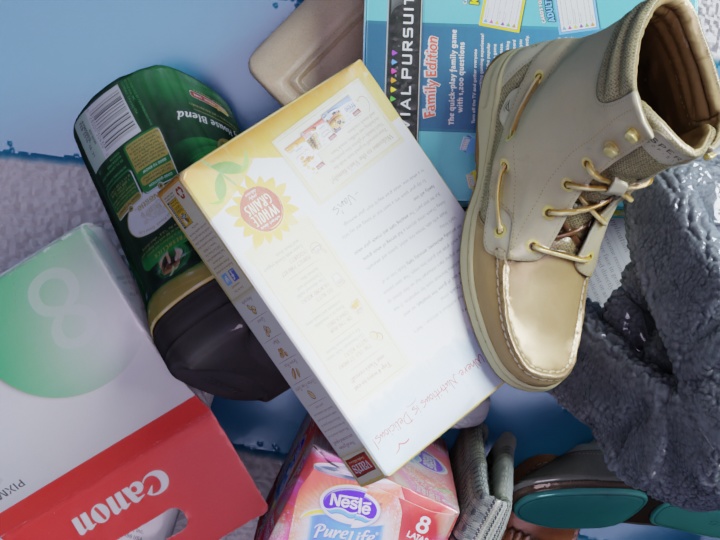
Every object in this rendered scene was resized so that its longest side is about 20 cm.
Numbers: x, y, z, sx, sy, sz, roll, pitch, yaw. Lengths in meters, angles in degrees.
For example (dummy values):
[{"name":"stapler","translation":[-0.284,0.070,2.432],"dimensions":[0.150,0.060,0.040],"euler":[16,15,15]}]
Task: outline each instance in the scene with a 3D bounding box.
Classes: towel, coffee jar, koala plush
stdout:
[{"name":"towel","translation":[0.044,0.195,1.161],"dimensions":[0.034,0.200,0.193],"euler":[25,100,-3]},{"name":"coffee jar","translation":[-0.094,-0.020,1.129],"dimensions":[0.085,0.104,0.200],"euler":[-35,59,17]},{"name":"koala plush","translation":[0.238,0.049,1.099],"dimensions":[0.200,0.184,0.177],"euler":[2,134,-35]}]

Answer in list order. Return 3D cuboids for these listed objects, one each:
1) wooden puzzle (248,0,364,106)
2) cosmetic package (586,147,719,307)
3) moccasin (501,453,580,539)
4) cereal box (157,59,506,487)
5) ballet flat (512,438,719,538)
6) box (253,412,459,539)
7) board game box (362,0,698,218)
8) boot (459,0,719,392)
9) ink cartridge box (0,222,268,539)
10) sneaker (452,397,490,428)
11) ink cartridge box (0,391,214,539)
[{"name":"wooden puzzle","translation":[0.059,-0.121,1.188],"dimensions":[0.200,0.037,0.185],"euler":[45,83,-1]},{"name":"cosmetic package","translation":[0.210,-0.022,1.198],"dimensions":[0.200,0.071,0.102],"euler":[-25,96,2]},{"name":"moccasin","translation":[0.084,0.211,1.222],"dimensions":[0.074,0.078,0.201],"euler":[35,92,-6]},{"name":"cereal box","translation":[0.000,0.000,1.061],"dimensions":[0.144,0.040,0.200],"euler":[-35,92,-32]},{"name":"ballet flat","translation":[0.177,0.132,1.205],"dimensions":[0.200,0.067,0.064],"euler":[8,56,-23]},{"name":"box","translation":[-0.005,0.146,1.151],"dimensions":[0.095,0.200,0.103],"euler":[25,95,-2]},{"name":"board game box","translation":[0.099,-0.110,1.140],"dimensions":[0.200,0.047,0.151],"euler":[2,85,1]},{"name":"boot","translation":[0.127,-0.040,1.025],"dimensions":[0.073,0.155,0.200],"euler":[11,76,-30]},{"name":"ink cartridge box","translation":[-0.173,0.096,1.122],"dimensions":[0.161,0.050,0.200],"euler":[-31,86,11]},{"name":"sneaker","translation":[0.006,0.017,1.197],"dimensions":[0.200,0.075,0.115],"euler":[26,98,-2]},{"name":"ink cartridge box","translation":[-0.177,0.111,1.201],"dimensions":[0.145,0.084,0.200],"euler":[17,97,-3]}]
